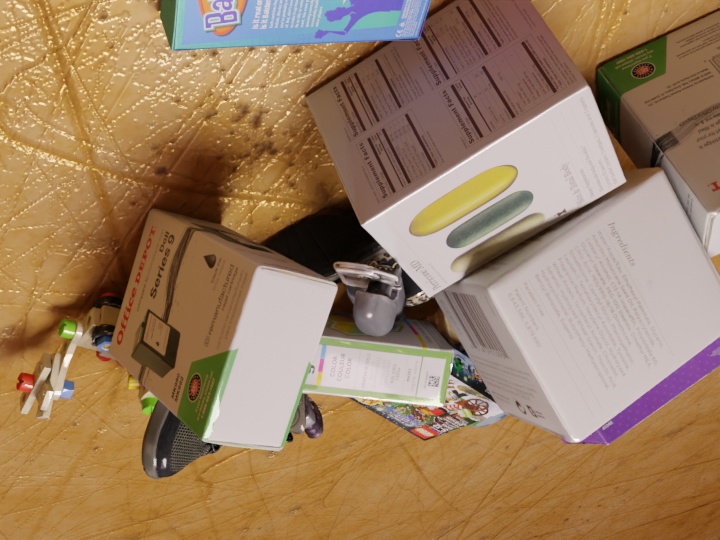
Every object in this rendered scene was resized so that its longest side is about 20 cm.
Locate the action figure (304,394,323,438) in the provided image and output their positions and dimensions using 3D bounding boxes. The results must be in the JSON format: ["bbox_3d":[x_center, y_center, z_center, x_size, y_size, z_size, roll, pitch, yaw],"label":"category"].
[{"bbox_3d":[-0.115,0.136,1.083,0.130,0.070,0.200,-20,142,8],"label":"action figure"}]

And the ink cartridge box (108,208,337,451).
[{"bbox_3d":[-0.126,0.044,0.794,0.084,0.200,0.147,14,97,-39],"label":"ink cartridge box"}]

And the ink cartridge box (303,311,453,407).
[{"bbox_3d":[-0.021,0.078,0.890,0.199,0.104,0.060,7,100,-10],"label":"ink cartridge box"}]

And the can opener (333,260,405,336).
[{"bbox_3d":[0.009,0.031,0.824,0.053,0.067,0.200,10,169,7],"label":"can opener"}]

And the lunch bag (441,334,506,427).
[{"bbox_3d":[0.148,0.135,1.221,0.199,0.083,0.161,12,129,-42],"label":"lunch bag"}]

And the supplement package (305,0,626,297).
[{"bbox_3d":[0.090,-0.111,0.792,0.199,0.151,0.152,-31,146,11],"label":"supplement package"}]

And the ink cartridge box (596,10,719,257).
[{"bbox_3d":[0.333,-0.129,0.866,0.146,0.201,0.083,-24,146,1],"label":"ink cartridge box"}]

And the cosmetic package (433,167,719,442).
[{"bbox_3d":[0.203,0.026,0.876,0.199,0.165,0.165,-33,-171,-11],"label":"cosmetic package"}]

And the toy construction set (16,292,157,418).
[{"bbox_3d":[-0.240,0.091,0.932,0.199,0.092,0.131,4,146,-42],"label":"toy construction set"}]

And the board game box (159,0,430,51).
[{"bbox_3d":[-0.035,-0.231,0.651,0.199,0.045,0.152,-8,143,-23],"label":"board game box"}]

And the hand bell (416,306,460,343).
[{"bbox_3d":[0.070,0.067,1.103,0.199,0.105,0.104,-13,147,9],"label":"hand bell"}]

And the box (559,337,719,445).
[{"bbox_3d":[0.291,0.104,0.928,0.199,0.039,0.137,-32,173,-10],"label":"box"}]

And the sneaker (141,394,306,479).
[{"bbox_3d":[-0.122,0.138,0.889,0.199,0.114,0.077,-38,135,-62],"label":"sneaker"}]

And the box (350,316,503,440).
[{"bbox_3d":[0.053,0.123,1.066,0.200,0.038,0.136,33,137,-28],"label":"box"}]

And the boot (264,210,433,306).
[{"bbox_3d":[0.001,0.001,0.962,0.203,0.074,0.154,-23,149,2],"label":"boot"}]
